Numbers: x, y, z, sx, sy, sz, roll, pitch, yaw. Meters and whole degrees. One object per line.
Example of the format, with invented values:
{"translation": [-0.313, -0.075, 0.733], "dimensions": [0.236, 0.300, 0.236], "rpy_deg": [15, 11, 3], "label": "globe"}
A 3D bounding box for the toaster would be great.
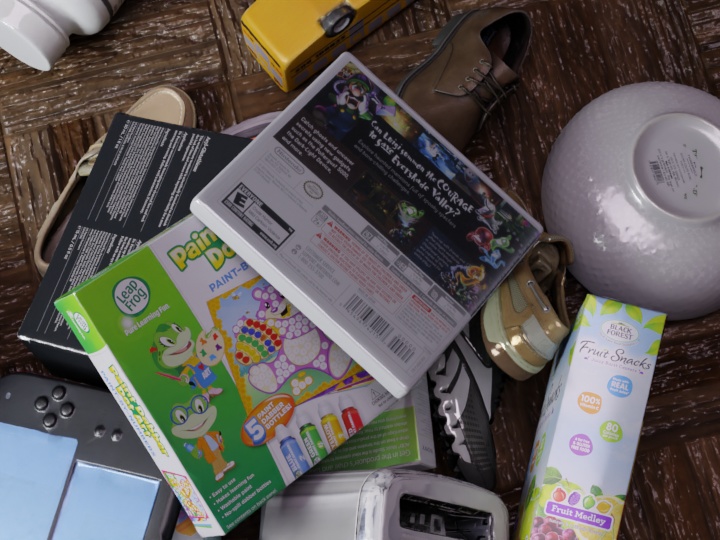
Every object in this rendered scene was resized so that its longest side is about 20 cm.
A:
{"translation": [0.016, 0.201, 1.203], "dimensions": [0.129, 0.200, 0.114], "rpy_deg": [-15, 63, 45], "label": "toaster"}

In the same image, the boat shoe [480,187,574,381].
{"translation": [0.136, -0.003, 1.295], "dimensions": [0.076, 0.072, 0.200], "rpy_deg": [-39, 35, 28], "label": "boat shoe"}

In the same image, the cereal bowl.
{"translation": [0.249, -0.066, 1.326], "dimensions": [0.200, 0.083, 0.200], "rpy_deg": [3, 69, -9], "label": "cereal bowl"}

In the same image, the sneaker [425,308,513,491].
{"translation": [0.093, 0.076, 1.314], "dimensions": [0.090, 0.066, 0.200], "rpy_deg": [-13, 70, 0], "label": "sneaker"}

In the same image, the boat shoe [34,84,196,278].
{"translation": [-0.203, -0.074, 1.372], "dimensions": [0.072, 0.065, 0.200], "rpy_deg": [31, 77, 12], "label": "boat shoe"}

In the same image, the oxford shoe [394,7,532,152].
{"translation": [0.082, -0.145, 1.347], "dimensions": [0.073, 0.084, 0.200], "rpy_deg": [42, 60, -28], "label": "oxford shoe"}

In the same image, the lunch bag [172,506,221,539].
{"translation": [-0.190, 0.223, 1.234], "dimensions": [0.200, 0.122, 0.171], "rpy_deg": [-8, 71, 20], "label": "lunch bag"}

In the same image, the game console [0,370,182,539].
{"translation": [-0.216, 0.178, 1.176], "dimensions": [0.177, 0.031, 0.200], "rpy_deg": [9, 74, 22], "label": "game console"}

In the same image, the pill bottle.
{"translation": [-0.239, -0.272, 1.412], "dimensions": [0.111, 0.111, 0.200], "rpy_deg": [31, 76, 11], "label": "pill bottle"}

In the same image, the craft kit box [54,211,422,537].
{"translation": [-0.081, 0.051, 1.174], "dimensions": [0.200, 0.048, 0.198], "rpy_deg": [-36, 96, -30], "label": "craft kit box"}

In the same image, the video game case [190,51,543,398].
{"translation": [0.008, -0.036, 1.184], "dimensions": [0.200, 0.023, 0.182], "rpy_deg": [42, 60, 1], "label": "video game case"}

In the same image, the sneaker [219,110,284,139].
{"translation": [-0.038, -0.071, 1.359], "dimensions": [0.200, 0.078, 0.112], "rpy_deg": [-14, 72, -2], "label": "sneaker"}

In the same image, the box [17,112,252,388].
{"translation": [-0.150, -0.007, 1.263], "dimensions": [0.141, 0.079, 0.200], "rpy_deg": [12, 67, 20], "label": "box"}

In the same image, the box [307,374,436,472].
{"translation": [-0.020, 0.070, 1.308], "dimensions": [0.144, 0.036, 0.200], "rpy_deg": [-14, 69, 24], "label": "box"}

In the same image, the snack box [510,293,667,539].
{"translation": [0.164, 0.138, 1.239], "dimensions": [0.068, 0.169, 0.200], "rpy_deg": [16, 73, 3], "label": "snack box"}

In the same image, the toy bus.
{"translation": [-0.004, -0.242, 1.411], "dimensions": [0.200, 0.078, 0.065], "rpy_deg": [-37, 74, -9], "label": "toy bus"}
